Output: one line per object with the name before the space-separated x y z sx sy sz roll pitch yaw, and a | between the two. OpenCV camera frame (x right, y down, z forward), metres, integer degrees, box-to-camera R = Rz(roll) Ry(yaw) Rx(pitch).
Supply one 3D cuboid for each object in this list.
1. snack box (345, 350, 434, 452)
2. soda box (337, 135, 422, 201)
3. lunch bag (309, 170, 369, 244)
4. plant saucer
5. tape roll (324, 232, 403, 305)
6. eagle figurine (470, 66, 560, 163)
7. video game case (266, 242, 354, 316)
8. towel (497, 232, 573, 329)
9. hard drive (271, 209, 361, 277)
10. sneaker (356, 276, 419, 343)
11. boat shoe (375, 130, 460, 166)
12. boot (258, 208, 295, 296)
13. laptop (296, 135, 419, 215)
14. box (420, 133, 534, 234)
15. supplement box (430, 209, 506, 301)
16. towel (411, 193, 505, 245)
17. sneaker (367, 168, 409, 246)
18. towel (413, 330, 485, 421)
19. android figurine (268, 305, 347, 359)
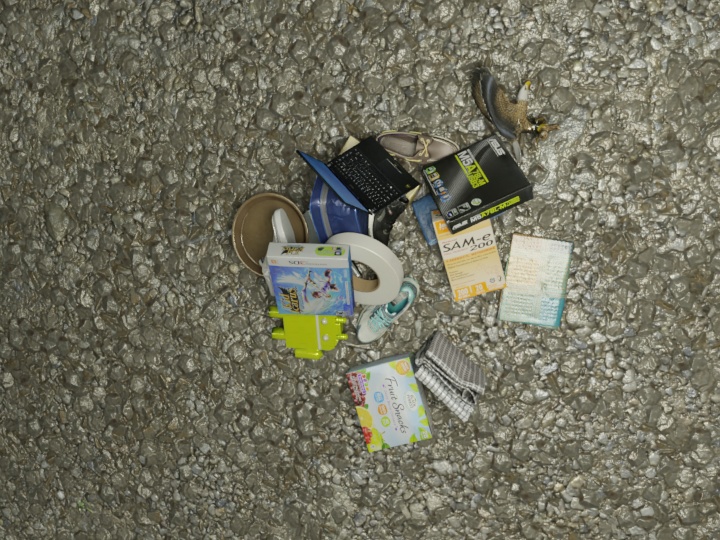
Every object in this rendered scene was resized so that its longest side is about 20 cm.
snack box | 0.073 0.316 1.660 0.165 0.068 0.204 -15 95 14
soda box | 0.044 -0.227 1.593 0.199 0.064 0.068 37 103 6
lunch bag | -0.042 -0.136 1.562 0.129 0.202 0.138 8 56 15
plant saucer | -0.215 -0.085 1.653 0.195 0.029 0.205 2 99 12
tape roll | 0.000 0.000 1.545 0.198 0.037 0.205 15 141 12
eagle figurine | 0.317 -0.345 1.480 0.196 0.152 0.154 21 65 -8
video game case | -0.107 0.024 1.529 0.177 0.046 0.202 2 139 6
towel | 0.400 0.024 1.573 0.143 0.022 0.205 9 98 10
hard drive | -0.105 -0.034 1.668 0.138 0.033 0.202 -34 90 14
sneaker | 0.055 0.097 1.622 0.077 0.086 0.200 42 105 0
boat shoe | 0.128 -0.280 1.568 0.195 0.059 0.074 12 98 10
boot | -0.197 -0.036 1.600 0.093 0.074 0.204 -11 101 13
laptop | -0.004 -0.213 1.426 0.198 0.104 0.178 -33 63 -17
box | 0.246 -0.189 1.482 0.190 0.202 0.048 -25 135 6
supplement box | 0.242 -0.047 1.537 0.123 0.074 0.203 -16 113 10
towel | 0.221 -0.144 1.574 0.197 0.048 0.114 -24 92 15
sneaker | 0.065 -0.132 1.539 0.086 0.076 0.204 9 124 18
towel | 0.204 0.227 1.552 0.165 0.200 0.086 42 103 2
android figurine | -0.126 0.134 1.675 0.195 0.041 0.186 5 117 12
